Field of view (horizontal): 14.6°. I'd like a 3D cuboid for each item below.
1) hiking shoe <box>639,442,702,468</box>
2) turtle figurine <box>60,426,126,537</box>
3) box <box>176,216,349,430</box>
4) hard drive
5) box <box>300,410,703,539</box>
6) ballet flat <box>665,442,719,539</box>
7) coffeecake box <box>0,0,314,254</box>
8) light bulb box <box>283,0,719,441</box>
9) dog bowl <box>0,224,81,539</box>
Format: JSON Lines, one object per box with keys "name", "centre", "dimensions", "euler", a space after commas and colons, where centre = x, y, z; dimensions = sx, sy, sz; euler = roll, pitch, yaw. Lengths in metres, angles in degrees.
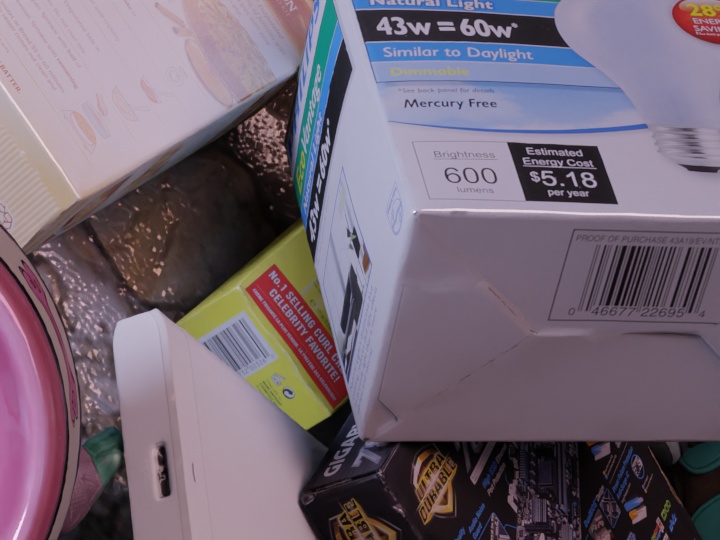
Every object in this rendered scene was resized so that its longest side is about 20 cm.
{"name": "hiking shoe", "centre": [0.135, -0.003, 1.371], "dimensions": [0.086, 0.074, 0.201], "euler": [-21, 72, -6]}
{"name": "turtle figurine", "centre": [-0.188, 0.026, 1.059], "dimensions": [0.200, 0.101, 0.150], "euler": [38, 3, -21]}
{"name": "box", "centre": [0.000, 0.000, 1.285], "dimensions": [0.075, 0.050, 0.200], "euler": [54, 41, -4]}
{"name": "hard drive", "centre": [-0.038, 0.112, 1.125], "dimensions": [0.200, 0.026, 0.132], "euler": [44, 33, -57]}
{"name": "box", "centre": [0.072, 0.114, 1.233], "dimensions": [0.199, 0.050, 0.200], "euler": [57, 34, -19]}
{"name": "ballet flat", "centre": [0.188, 0.106, 1.386], "dimensions": [0.068, 0.068, 0.201], "euler": [14, 55, -52]}
{"name": "coffeecake box", "centre": [-0.124, -0.112, 1.223], "dimensions": [0.154, 0.073, 0.200], "euler": [54, 41, 0]}
{"name": "light bulb box", "centre": [0.084, -0.037, 1.186], "dimensions": [0.197, 0.125, 0.200], "euler": [1, 40, -15]}
{"name": "dog bowl", "centre": [-0.187, 0.055, 0.935], "dimensions": [0.199, 0.074, 0.201], "euler": [0, 91, -13]}
